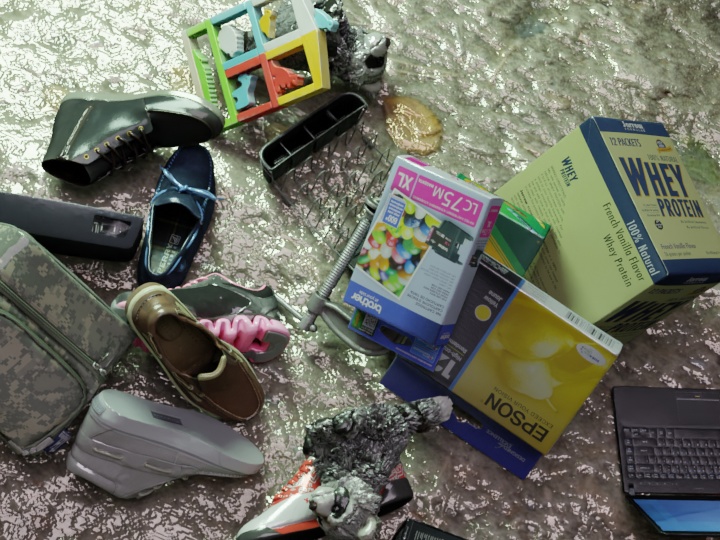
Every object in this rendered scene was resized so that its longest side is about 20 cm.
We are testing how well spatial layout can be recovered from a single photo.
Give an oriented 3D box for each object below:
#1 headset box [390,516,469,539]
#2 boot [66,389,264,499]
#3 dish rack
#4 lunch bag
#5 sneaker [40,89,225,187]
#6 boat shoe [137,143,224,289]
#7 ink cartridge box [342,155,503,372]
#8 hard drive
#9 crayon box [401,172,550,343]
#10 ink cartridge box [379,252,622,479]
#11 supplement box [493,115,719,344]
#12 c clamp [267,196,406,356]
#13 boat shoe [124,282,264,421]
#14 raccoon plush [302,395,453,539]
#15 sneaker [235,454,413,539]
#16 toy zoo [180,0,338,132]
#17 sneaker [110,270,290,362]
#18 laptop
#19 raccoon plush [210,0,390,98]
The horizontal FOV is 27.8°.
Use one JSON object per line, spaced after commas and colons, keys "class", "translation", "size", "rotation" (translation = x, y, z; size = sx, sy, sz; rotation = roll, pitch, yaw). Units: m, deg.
{"class": "headset box", "translation": [0.107, 0.373, 1.471], "size": [0.199, 0.093, 0.174], "rotation": [19, 63, -2]}
{"class": "boot", "translation": [-0.206, 0.196, 1.515], "size": [0.200, 0.096, 0.074], "rotation": [23, 18, -25]}
{"class": "dish rack", "translation": [-0.006, -0.094, 1.692], "size": [0.153, 0.055, 0.200], "rotation": [-37, 77, -23]}
{"class": "lunch bag", "translation": [-0.352, 0.072, 1.472], "size": [0.200, 0.139, 0.168], "rotation": [48, 69, -32]}
{"class": "sneaker", "translation": [-0.255, -0.141, 1.635], "size": [0.199, 0.075, 0.106], "rotation": [1, 53, 14]}
{"class": "boat shoe", "translation": [-0.198, -0.061, 1.631], "size": [0.084, 0.069, 0.201], "rotation": [9, 64, -7]}
{"class": "ink cartridge box", "translation": [0.058, -0.006, 1.517], "size": [0.119, 0.042, 0.200], "rotation": [26, 105, 24]}
{"class": "hard drive", "translation": [-0.336, -0.049, 1.568], "size": [0.199, 0.135, 0.042], "rotation": [10, 80, -8]}
{"class": "crayon box", "translation": [0.108, 0.009, 1.592], "size": [0.119, 0.200, 0.058], "rotation": [30, 22, 5]}
{"class": "ink cartridge box", "translation": [0.143, 0.105, 1.556], "size": [0.197, 0.200, 0.047], "rotation": [33, 21, 5]}
{"class": "supplement box", "translation": [0.267, -0.034, 1.612], "size": [0.134, 0.200, 0.200], "rotation": [-2, 62, -44]}
{"class": "c clamp", "translation": [0.000, 0.000, 1.578], "size": [0.171, 0.027, 0.200], "rotation": [44, 108, 22]}
{"class": "boat shoe", "translation": [-0.165, 0.099, 1.503], "size": [0.075, 0.075, 0.202], "rotation": [-48, 124, -6]}
{"class": "raccoon plush", "translation": [0.030, 0.205, 1.477], "size": [0.199, 0.097, 0.134], "rotation": [-11, 77, -22]}
{"class": "sneaker", "translation": [-0.052, 0.223, 1.528], "size": [0.201, 0.067, 0.108], "rotation": [-15, 68, -21]}
{"class": "toy zoo", "translation": [-0.111, -0.248, 1.670], "size": [0.020, 0.200, 0.132], "rotation": [-6, 80, -60]}
{"class": "sneaker", "translation": [-0.176, 0.041, 1.583], "size": [0.199, 0.079, 0.096], "rotation": [9, 52, -23]}
{"class": "laptop", "translation": [0.384, 0.207, 1.596], "size": [0.177, 0.103, 0.201], "rotation": [3, 65, -10]}
{"class": "raccoon plush", "translation": [-0.062, -0.266, 1.756], "size": [0.200, 0.134, 0.097], "rotation": [4, 66, 30]}
